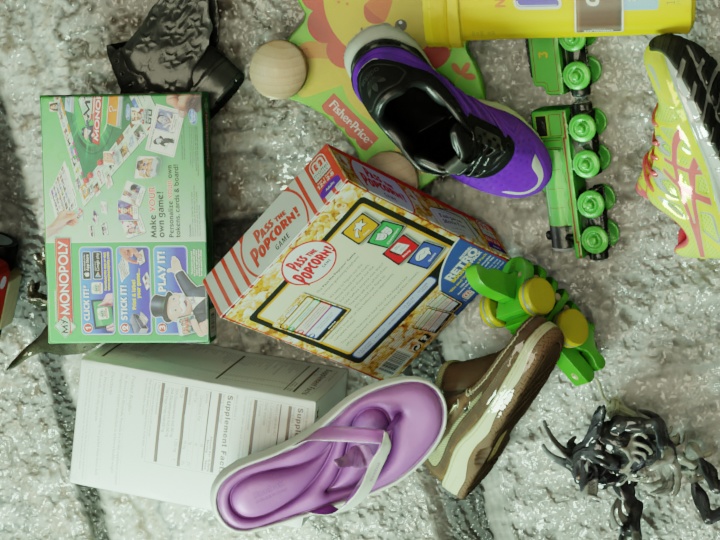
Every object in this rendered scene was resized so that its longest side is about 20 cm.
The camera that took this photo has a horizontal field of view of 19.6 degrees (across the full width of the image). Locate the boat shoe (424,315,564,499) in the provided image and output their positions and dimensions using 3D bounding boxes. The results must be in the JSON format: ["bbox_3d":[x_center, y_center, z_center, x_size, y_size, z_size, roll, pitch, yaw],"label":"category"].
[{"bbox_3d":[0.091,0.100,1.653,0.075,0.075,0.202,39,133,14],"label":"boat shoe"}]

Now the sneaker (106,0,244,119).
[{"bbox_3d":[-0.173,-0.147,1.704,0.104,0.060,0.200,45,104,0],"label":"sneaker"}]

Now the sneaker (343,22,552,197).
[{"bbox_3d":[0.070,-0.096,1.561,0.200,0.100,0.070,32,113,-30],"label":"sneaker"}]

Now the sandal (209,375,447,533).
[{"bbox_3d":[-0.020,0.154,1.628,0.203,0.050,0.083,-29,106,1],"label":"sandal"}]

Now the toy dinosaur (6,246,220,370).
[{"bbox_3d":[-0.224,0.018,1.726,0.200,0.077,0.102,-43,62,1],"label":"toy dinosaur"}]

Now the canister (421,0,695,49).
[{"bbox_3d":[0.148,-0.245,1.561,0.200,0.087,0.149,-1,87,6],"label":"canister"}]

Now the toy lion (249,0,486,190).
[{"bbox_3d":[0.023,-0.176,1.648,0.192,0.069,0.200,-44,89,12],"label":"toy lion"}]

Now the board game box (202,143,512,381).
[{"bbox_3d":[0.000,0.000,1.626,0.152,0.200,0.046,-46,47,18],"label":"board game box"}]

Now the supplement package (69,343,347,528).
[{"bbox_3d":[-0.123,0.128,1.722,0.200,0.114,0.110,10,104,12],"label":"supplement package"}]

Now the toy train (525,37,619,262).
[{"bbox_3d":[0.164,-0.104,1.634,0.056,0.042,0.200,-2,102,25],"label":"toy train"}]

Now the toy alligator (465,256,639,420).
[{"bbox_3d":[0.161,0.047,1.661,0.200,0.054,0.059,42,145,-21],"label":"toy alligator"}]

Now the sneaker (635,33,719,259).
[{"bbox_3d":[0.244,-0.085,1.582,0.090,0.078,0.200,-11,118,28],"label":"sneaker"}]

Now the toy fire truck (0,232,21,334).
[{"bbox_3d":[-0.392,0.001,1.718,0.176,0.200,0.129,17,107,11],"label":"toy fire truck"}]

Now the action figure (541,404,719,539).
[{"bbox_3d":[0.237,0.168,1.639,0.200,0.102,0.119,7,135,9],"label":"action figure"}]

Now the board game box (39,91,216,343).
[{"bbox_3d":[-0.186,-0.042,1.671,0.134,0.029,0.200,0,96,9],"label":"board game box"}]
